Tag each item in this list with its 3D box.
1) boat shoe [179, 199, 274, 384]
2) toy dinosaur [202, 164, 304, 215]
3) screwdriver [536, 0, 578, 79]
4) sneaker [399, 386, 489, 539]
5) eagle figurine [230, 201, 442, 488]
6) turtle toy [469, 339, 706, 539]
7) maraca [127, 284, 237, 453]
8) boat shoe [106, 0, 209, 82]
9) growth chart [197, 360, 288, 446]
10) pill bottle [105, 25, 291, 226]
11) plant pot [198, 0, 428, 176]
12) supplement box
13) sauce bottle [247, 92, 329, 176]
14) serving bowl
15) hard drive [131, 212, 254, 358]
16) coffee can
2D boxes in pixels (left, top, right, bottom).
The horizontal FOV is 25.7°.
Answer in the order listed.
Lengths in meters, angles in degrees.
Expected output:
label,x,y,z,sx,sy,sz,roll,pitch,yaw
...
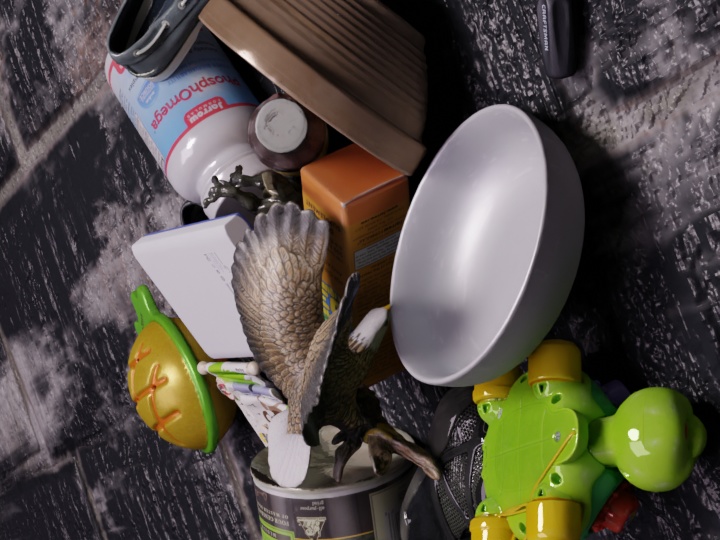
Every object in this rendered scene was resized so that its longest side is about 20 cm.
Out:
label,x,y,z,sx,sy,sz,roll,pitch,yaw
boat shoe,-0.117,0.014,1.481,0.074,0.066,0.201,-25,74,19
toy dinosaur,-0.076,-0.062,1.298,0.087,0.200,0.048,12,86,15
screwdriver,0.125,-0.224,1.031,0.029,0.028,0.202,-106,9,-67
sneaker,0.093,0.193,1.243,0.114,0.076,0.201,52,138,41
eagle figurine,-0.028,0.064,1.208,0.150,0.152,0.201,-4,140,29
turtle toy,0.152,0.127,1.088,0.200,0.100,0.147,-29,54,59
maraca,-0.192,0.102,1.625,0.200,0.106,0.138,51,150,39
boat shoe,-0.154,-0.257,1.357,0.073,0.062,0.201,39,104,31
growth chart,-0.071,0.163,1.498,0.201,0.018,0.144,57,154,-9
pill bottle,-0.144,-0.134,1.430,0.201,0.108,0.109,55,144,26
plant pot,-0.016,-0.166,1.187,0.093,0.200,0.201,-53,49,6
supplement box,0.000,0.000,1.281,0.066,0.068,0.202,40,148,41
sauce bottle,-0.058,-0.111,1.262,0.200,0.065,0.067,17,-125,-89
serving bowl,0.097,-0.011,1.104,0.200,0.065,0.202,-45,36,46
hard drive,-0.117,0.018,1.372,0.132,0.025,0.199,55,153,-15
coffee can,-0.011,0.253,1.371,0.146,0.145,0.202,13,115,55
